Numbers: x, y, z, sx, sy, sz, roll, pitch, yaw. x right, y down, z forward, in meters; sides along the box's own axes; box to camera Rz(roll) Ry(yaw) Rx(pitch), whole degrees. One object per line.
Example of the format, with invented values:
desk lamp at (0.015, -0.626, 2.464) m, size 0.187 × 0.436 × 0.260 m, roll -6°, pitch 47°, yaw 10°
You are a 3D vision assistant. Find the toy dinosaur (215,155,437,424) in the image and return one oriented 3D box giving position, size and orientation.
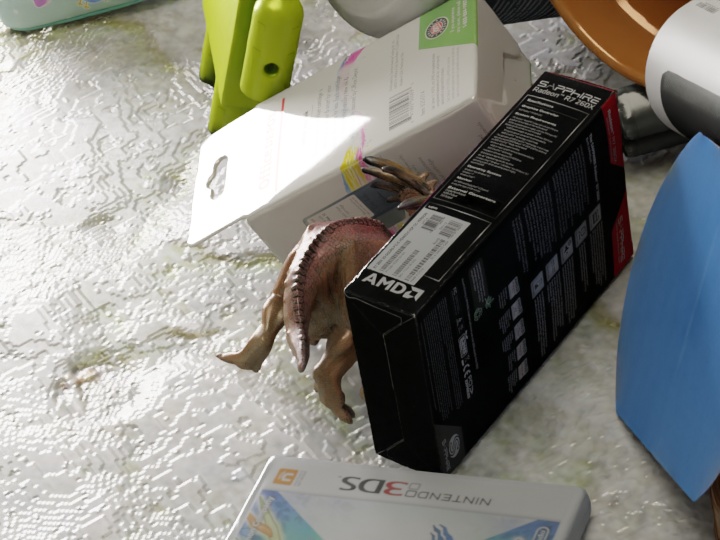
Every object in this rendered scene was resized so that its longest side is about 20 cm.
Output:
toy dinosaur at (0.000, 0.000, 1.472) m, size 0.086 × 0.136 × 0.200 m, roll 31°, pitch 16°, yaw 20°

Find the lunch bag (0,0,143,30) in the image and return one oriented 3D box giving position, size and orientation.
lunch bag at (-0.196, -0.256, 1.926) m, size 0.160 × 0.077 × 0.200 m, roll -11°, pitch 38°, yaw 8°

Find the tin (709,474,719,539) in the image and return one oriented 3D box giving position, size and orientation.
tin at (0.247, 0.081, 1.375) m, size 0.112 × 0.042 × 0.200 m, roll 11°, pitch 45°, yaw 25°

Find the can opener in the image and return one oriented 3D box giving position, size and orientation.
can opener at (0.168, -0.078, 1.602) m, size 0.200 × 0.053 × 0.067 m, roll -20°, pitch 72°, yaw -1°

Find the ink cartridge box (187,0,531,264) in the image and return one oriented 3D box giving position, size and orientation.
ink cartridge box at (0.000, -0.067, 1.598) m, size 0.200 × 0.067 × 0.117 m, roll -26°, pitch 33°, yaw 22°

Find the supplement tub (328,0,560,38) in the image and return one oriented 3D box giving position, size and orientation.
supplement tub at (0.078, -0.220, 1.683) m, size 0.200 × 0.141 × 0.140 m, roll -11°, pitch 29°, yaw -37°

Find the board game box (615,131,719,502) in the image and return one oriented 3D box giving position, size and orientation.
board game box at (0.184, 0.023, 1.376) m, size 0.039 × 0.158 × 0.200 m, roll 11°, pitch 14°, yaw -15°

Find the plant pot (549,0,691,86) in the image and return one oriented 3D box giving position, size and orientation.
plant pot at (0.204, -0.218, 1.564) m, size 0.140 × 0.200 × 0.200 m, roll -29°, pitch 38°, yaw -33°

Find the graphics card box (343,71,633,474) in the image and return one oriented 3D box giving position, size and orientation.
graphics card box at (0.073, 0.001, 1.465) m, size 0.051 × 0.126 × 0.200 m, roll 20°, pitch 51°, yaw 29°

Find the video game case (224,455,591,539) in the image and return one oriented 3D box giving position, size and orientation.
video game case at (0.000, 0.174, 1.363) m, size 0.182 × 0.022 × 0.200 m, roll 4°, pitch 42°, yaw 25°

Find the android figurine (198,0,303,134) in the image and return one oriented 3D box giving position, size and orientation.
android figurine at (-0.066, -0.185, 1.696) m, size 0.041 × 0.200 × 0.182 m, roll 5°, pitch 34°, yaw -13°

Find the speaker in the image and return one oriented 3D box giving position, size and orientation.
speaker at (0.224, -0.080, 1.387) m, size 0.081 × 0.081 × 0.200 m, roll -26°, pitch 26°, yaw -12°
